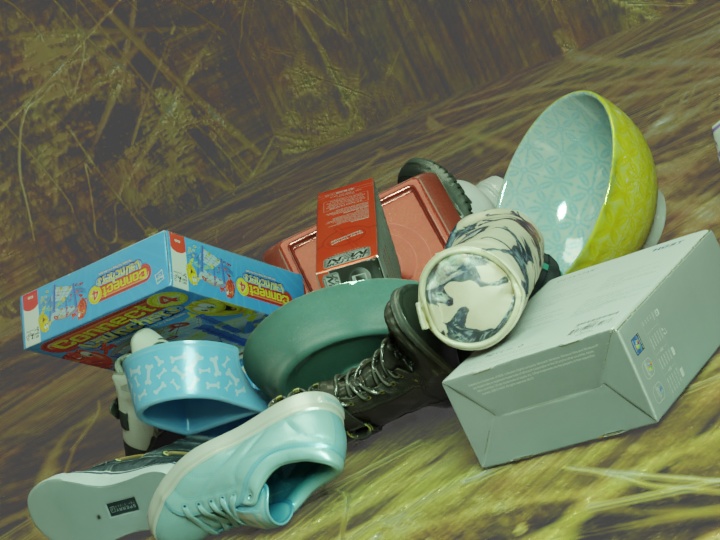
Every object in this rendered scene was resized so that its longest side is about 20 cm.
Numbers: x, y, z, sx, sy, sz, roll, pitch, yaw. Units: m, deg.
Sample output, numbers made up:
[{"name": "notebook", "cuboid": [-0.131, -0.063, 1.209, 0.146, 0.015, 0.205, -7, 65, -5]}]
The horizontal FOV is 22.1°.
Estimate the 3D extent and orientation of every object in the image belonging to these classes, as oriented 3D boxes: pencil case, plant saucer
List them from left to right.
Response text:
[{"name": "plant saucer", "cuboid": [0.000, 0.078, 1.574, 0.199, 0.036, 0.200, -8, -34, -6]}, {"name": "plant saucer", "cuboid": [0.020, 0.005, 1.818, 0.199, 0.200, 0.037, -25, -35, -2]}, {"name": "pencil case", "cuboid": [0.092, 0.005, 1.429, 0.089, 0.078, 0.200, -27, 5, 14]}]

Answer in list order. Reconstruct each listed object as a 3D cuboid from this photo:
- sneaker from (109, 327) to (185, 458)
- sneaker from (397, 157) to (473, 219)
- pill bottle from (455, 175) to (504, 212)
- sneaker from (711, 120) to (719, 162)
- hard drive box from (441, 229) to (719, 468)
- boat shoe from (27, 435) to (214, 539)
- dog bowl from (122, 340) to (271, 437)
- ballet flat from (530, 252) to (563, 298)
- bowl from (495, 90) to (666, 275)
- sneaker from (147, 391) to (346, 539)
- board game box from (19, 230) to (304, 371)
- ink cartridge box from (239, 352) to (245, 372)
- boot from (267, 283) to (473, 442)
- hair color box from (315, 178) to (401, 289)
[{"name": "sneaker", "cuboid": [-0.204, 0.125, 1.792, 0.074, 0.089, 0.200, -29, -23, -34]}, {"name": "sneaker", "cuboid": [0.082, -0.037, 1.891, 0.082, 0.073, 0.200, -29, 53, -9]}, {"name": "pill bottle", "cuboid": [0.080, -0.024, 1.996, 0.199, 0.113, 0.112, -28, 9, -19]}, {"name": "sneaker", "cuboid": [0.412, -0.131, 1.700, 0.200, 0.115, 0.073, -16, 11, 39]}, {"name": "hard drive box", "cuboid": [0.179, 0.056, 1.382, 0.155, 0.077, 0.200, -19, 11, 37]}, {"name": "boat shoe", "cuboid": [-0.203, 0.199, 1.662, 0.200, 0.071, 0.091, -11, 11, 35]}, {"name": "dog bowl", "cuboid": [-0.124, 0.115, 1.652, 0.111, 0.050, 0.200, -21, -27, 34]}, {"name": "ballet flat", "cuboid": [0.089, 0.028, 1.620, 0.200, 0.073, 0.073, -31, 3, 42]}, {"name": "bowl", "cuboid": [0.222, -0.058, 1.739, 0.107, 0.201, 0.200, 18, -10, -24]}, {"name": "sneaker", "cuboid": [-0.093, 0.177, 1.472, 0.200, 0.074, 0.082, -39, 36, 22]}, {"name": "board game box", "cuboid": [-0.189, 0.040, 1.781, 0.199, 0.056, 0.195, -23, -25, 33]}, {"name": "ink cartridge box", "cuboid": [-0.128, 0.118, 1.896, 0.116, 0.067, 0.200, -31, 10, -30]}, {"name": "boot", "cuboid": [0.003, 0.094, 1.502, 0.173, 0.070, 0.200, -21, -31, 12]}, {"name": "hair color box", "cuboid": [0.000, 0.000, 1.689, 0.061, 0.102, 0.200, -15, 21, 5]}]
